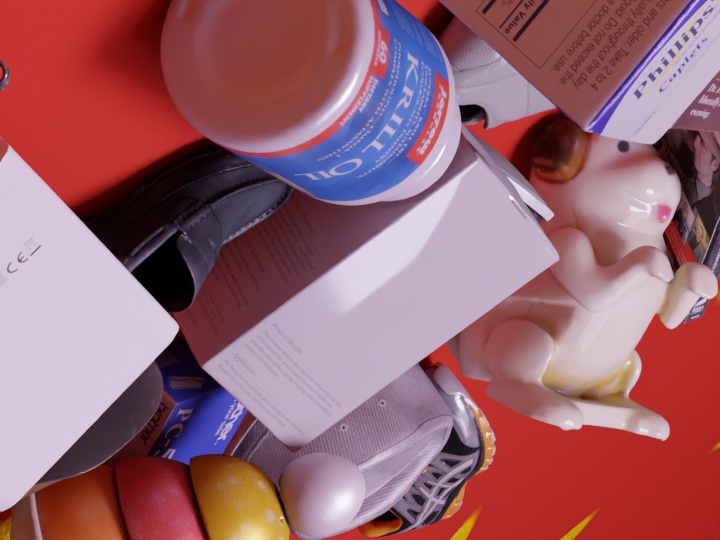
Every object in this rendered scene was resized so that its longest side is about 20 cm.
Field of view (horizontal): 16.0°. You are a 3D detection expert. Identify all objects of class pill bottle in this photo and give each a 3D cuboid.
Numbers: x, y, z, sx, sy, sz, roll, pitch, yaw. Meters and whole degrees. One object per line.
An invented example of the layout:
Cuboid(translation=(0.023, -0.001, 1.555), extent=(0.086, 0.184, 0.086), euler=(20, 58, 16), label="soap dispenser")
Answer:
Cuboid(translation=(-0.015, -0.096, 1.322), extent=(0.112, 0.112, 0.200), euler=(-48, 159, 7), label="pill bottle")

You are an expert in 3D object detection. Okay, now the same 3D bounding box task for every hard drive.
Cuboid(translation=(-0.176, 0.028, 1.227), extent=(0.132, 0.027, 0.200), euler=(-46, 148, -6), label="hard drive")

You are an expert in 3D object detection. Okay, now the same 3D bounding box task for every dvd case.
Cuboid(translation=(0.222, -0.078, 1.753), extent=(0.022, 0.146, 0.200), euler=(-12, 148, -15), label="dvd case")

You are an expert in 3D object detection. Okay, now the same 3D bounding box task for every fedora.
Cuboid(translation=(-0.006, 0.113, 1.745), extent=(0.200, 0.090, 0.177), euler=(-29, 154, -37), label="fedora")

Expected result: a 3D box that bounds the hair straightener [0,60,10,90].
Cuboid(translation=(-0.232, -0.023, 1.152), extent=(0.200, 0.041, 0.077), euler=(-47, 159, 6), label="hair straightener")

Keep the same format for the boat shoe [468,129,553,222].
Cuboid(translation=(0.057, -0.056, 1.590), extent=(0.060, 0.076, 0.200), euler=(-48, 147, 6), label="boat shoe")

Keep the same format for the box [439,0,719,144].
Cuboid(translation=(0.117, -0.193, 1.262), extent=(0.184, 0.200, 0.105), euler=(-51, 159, 14), label="box")

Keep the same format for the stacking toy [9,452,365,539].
Cuboid(translation=(-0.093, 0.154, 1.487), extent=(0.200, 0.146, 0.146), euler=(-18, 158, 3), label="stacking toy")

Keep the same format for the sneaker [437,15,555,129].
Cuboid(translation=(0.099, -0.124, 1.554), extent=(0.092, 0.076, 0.200), euler=(-44, 153, 19), label="sneaker")

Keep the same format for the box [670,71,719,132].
Cuboid(translation=(0.208, -0.202, 1.464), extent=(0.200, 0.164, 0.166), euler=(-53, 157, 18), label="box")

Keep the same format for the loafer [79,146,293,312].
Cuboid(translation=(-0.107, -0.008, 1.368), extent=(0.201, 0.070, 0.068), euler=(-28, 153, -37), label="loafer")

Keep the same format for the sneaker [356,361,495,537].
Cuboid(translation=(0.044, 0.143, 1.919), extent=(0.077, 0.078, 0.200), euler=(-24, 151, -24), label="sneaker")

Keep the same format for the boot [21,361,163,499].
Cuboid(translation=(-0.202, 0.102, 1.428), extent=(0.200, 0.074, 0.075), euler=(-32, 176, -24), label="boot")

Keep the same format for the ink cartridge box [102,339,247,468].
Cuboid(translation=(-0.136, 0.127, 1.597), extent=(0.094, 0.044, 0.200), euler=(-21, 148, -50), label="ink cartridge box")

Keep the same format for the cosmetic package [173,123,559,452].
Cuboid(translation=(0.000, 0.000, 1.478), extent=(0.200, 0.081, 0.113), euler=(-36, 136, 4), label="cosmetic package")

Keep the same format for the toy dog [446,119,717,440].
Cuboid(translation=(0.154, -0.004, 1.746), extent=(0.140, 0.194, 0.200), euler=(13, 98, -38), label="toy dog")
